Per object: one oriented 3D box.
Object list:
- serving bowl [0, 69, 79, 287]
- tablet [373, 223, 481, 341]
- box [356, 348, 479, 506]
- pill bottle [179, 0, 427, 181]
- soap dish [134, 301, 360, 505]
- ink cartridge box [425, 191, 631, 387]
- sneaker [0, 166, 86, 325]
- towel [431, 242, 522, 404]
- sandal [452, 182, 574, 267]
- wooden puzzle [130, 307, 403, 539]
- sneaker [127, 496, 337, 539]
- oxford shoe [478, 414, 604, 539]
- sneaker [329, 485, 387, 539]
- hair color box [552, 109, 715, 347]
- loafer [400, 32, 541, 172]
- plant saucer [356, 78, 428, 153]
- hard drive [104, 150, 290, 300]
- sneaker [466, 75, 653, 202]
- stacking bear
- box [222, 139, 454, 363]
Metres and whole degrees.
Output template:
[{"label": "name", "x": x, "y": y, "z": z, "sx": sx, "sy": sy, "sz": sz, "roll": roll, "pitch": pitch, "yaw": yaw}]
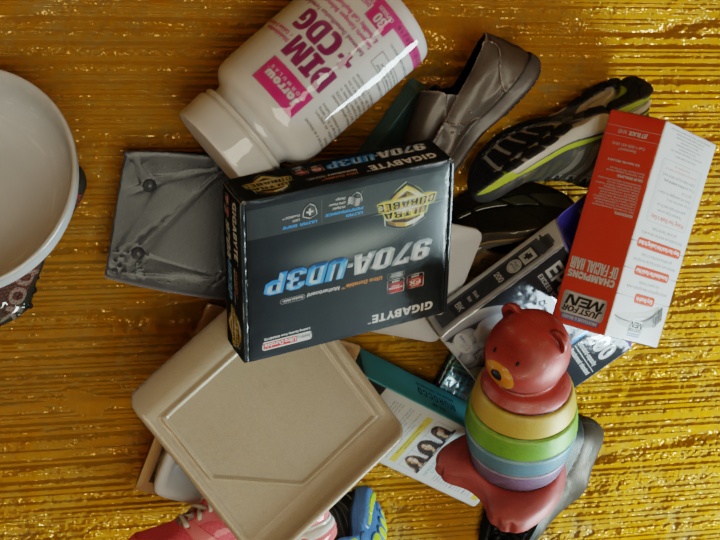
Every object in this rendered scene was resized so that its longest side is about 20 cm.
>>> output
[{"label": "serving bowl", "x": -0.327, "y": -0.067, "z": 1.366, "sx": 0.200, "sy": 0.200, "sz": 0.066, "roll": -26, "pitch": 161, "yaw": -5}, {"label": "tablet", "x": 0.000, "y": 0.000, "z": 1.496, "sx": 0.200, "sy": 0.014, "sz": 0.130, "roll": 10, "pitch": 121, "yaw": -18}, {"label": "box", "x": 0.057, "y": 0.157, "z": 1.627, "sx": 0.200, "sy": 0.049, "sz": 0.082, "roll": 29, "pitch": 115, "yaw": -26}, {"label": "pill bottle", "x": -0.050, "y": -0.163, "z": 1.408, "sx": 0.200, "sy": 0.113, "sz": 0.113, "roll": -42, "pitch": 119, "yaw": -6}, {"label": "soap dish", "x": -0.110, "y": 0.131, "z": 1.554, "sx": 0.157, "sy": 0.081, "sz": 0.200, "roll": 16, "pitch": 108, "yaw": -23}, {"label": "ink cartridge box", "x": 0.185, "y": 0.042, "z": 1.573, "sx": 0.200, "sy": 0.043, "sz": 0.198, "roll": -38, "pitch": 138, "yaw": 2}, {"label": "sneaker", "x": -0.309, "y": -0.013, "z": 1.435, "sx": 0.200, "sy": 0.071, "sz": 0.098, "roll": -49, "pitch": 151, "yaw": -13}, {"label": "towel", "x": 0.176, "y": 0.061, "z": 1.646, "sx": 0.146, "sy": 0.022, "sz": 0.200, "roll": 23, "pitch": 105, "yaw": -24}, {"label": "sandal", "x": 0.108, "y": -0.028, "z": 1.556, "sx": 0.200, "sy": 0.082, "sz": 0.055, "roll": -23, "pitch": 135, "yaw": -7}, {"label": "wooden puzzle", "x": -0.082, "y": 0.130, "z": 1.471, "sx": 0.185, "sy": 0.037, "sz": 0.200, "roll": -42, "pitch": 106, "yaw": -17}, {"label": "sneaker", "x": -0.123, "y": 0.223, "z": 1.517, "sx": 0.200, "sy": 0.074, "sz": 0.087, "roll": -8, "pitch": 102, "yaw": -17}, {"label": "oxford shoe", "x": 0.192, "y": 0.236, "z": 1.703, "sx": 0.084, "sy": 0.073, "sz": 0.200, "roll": 12, "pitch": 119, "yaw": -41}, {"label": "sneaker", "x": -0.027, "y": 0.279, "z": 1.587, "sx": 0.083, "sy": 0.200, "sz": 0.071, "roll": -24, "pitch": 104, "yaw": 17}, {"label": "hair color box", "x": 0.252, "y": -0.037, "z": 1.513, "sx": 0.111, "sy": 0.064, "sz": 0.200, "roll": 14, "pitch": 92, "yaw": -53}, {"label": "loafer", "x": 0.073, "y": -0.136, "z": 1.487, "sx": 0.071, "sy": 0.073, "sz": 0.200, "roll": 42, "pitch": 94, "yaw": -14}, {"label": "plant saucer", "x": 0.017, "y": -0.080, "z": 1.536, "sx": 0.070, "sy": 0.019, "sz": 0.200, "roll": 32, "pitch": 102, "yaw": -26}, {"label": "hard drive", "x": -0.124, "y": -0.042, "z": 1.487, "sx": 0.200, "sy": 0.042, "sz": 0.135, "roll": 7, "pitch": 110, "yaw": -14}, {"label": "sneaker", "x": 0.194, "y": -0.105, "z": 1.544, "sx": 0.200, "sy": 0.074, "sz": 0.081, "roll": -25, "pitch": 119, "yaw": -9}, {"label": "stacking bear", "x": 0.147, "y": 0.121, "z": 1.512, "sx": 0.114, "sy": 0.121, "sz": 0.200, "roll": -27, "pitch": 139, "yaw": -30}, {"label": "box", "x": -0.019, "y": -0.018, "z": 1.415, "sx": 0.200, "sy": 0.046, "sz": 0.159, "roll": -13, "pitch": 123, "yaw": -23}]
